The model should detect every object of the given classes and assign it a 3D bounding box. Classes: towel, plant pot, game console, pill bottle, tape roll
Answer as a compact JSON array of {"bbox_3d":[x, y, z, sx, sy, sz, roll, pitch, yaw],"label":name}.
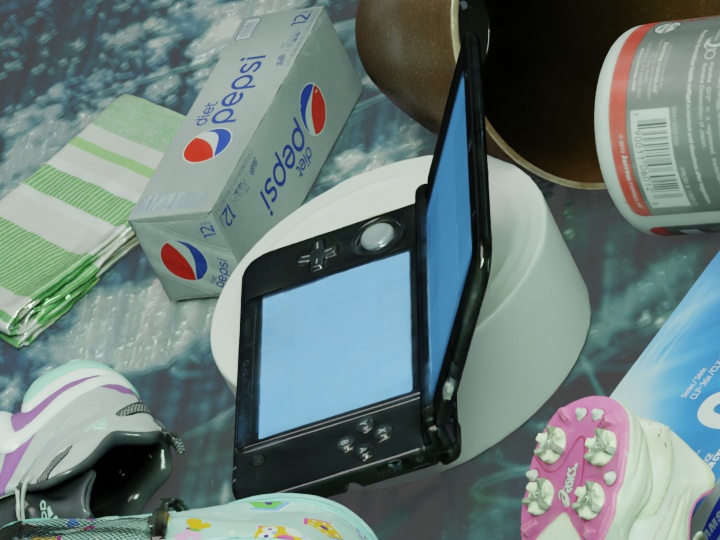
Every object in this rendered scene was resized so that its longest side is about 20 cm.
[{"bbox_3d":[-0.184,-0.037,1.912,0.200,0.023,0.152,-42,34,-20],"label":"towel"},{"bbox_3d":[0.083,-0.143,1.739,0.187,0.187,0.200,-42,21,-20],"label":"plant pot"},{"bbox_3d":[0.000,0.000,1.510,0.175,0.117,0.200,-18,36,14],"label":"game console"},{"bbox_3d":[0.234,-0.081,1.578,0.199,0.116,0.116,-4,40,32],"label":"pill bottle"},{"bbox_3d":[0.020,0.026,1.631,0.202,0.071,0.203,-19,34,13],"label":"tape roll"}]

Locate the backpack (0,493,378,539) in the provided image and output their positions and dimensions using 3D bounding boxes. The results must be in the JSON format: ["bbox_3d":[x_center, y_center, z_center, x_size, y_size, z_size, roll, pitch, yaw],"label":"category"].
[{"bbox_3d":[-0.071,0.189,1.381,0.199,0.177,0.153,-7,6,12],"label":"backpack"}]

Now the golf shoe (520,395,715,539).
[{"bbox_3d":[0.107,0.161,1.352,0.075,0.091,0.201,17,89,50],"label":"golf shoe"}]

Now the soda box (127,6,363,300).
[{"bbox_3d":[-0.068,-0.073,1.833,0.063,0.068,0.200,-5,40,30],"label":"soda box"}]

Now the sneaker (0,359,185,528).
[{"bbox_3d":[-0.186,0.133,1.630,0.200,0.078,0.140,-38,33,-14],"label":"sneaker"}]

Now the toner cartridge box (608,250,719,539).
[{"bbox_3d":[0.176,0.069,1.481,0.095,0.043,0.200,7,47,43],"label":"toner cartridge box"}]

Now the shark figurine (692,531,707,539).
[{"bbox_3d":[0.143,0.217,1.298,0.089,0.129,0.214,22,35,20],"label":"shark figurine"}]
